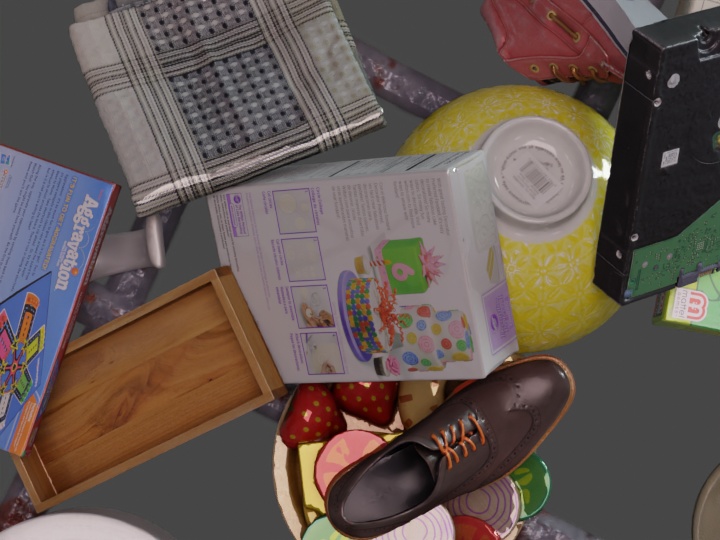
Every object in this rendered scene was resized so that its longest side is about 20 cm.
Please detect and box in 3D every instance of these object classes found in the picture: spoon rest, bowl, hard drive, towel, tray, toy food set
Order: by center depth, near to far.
[{"bbox_3d":[0.230,-0.083,1.487,0.139,0.038,0.201,-17,129,-29],"label":"hard drive"},{"bbox_3d":[0.115,-0.051,1.548,0.199,0.108,0.201,2,71,-5],"label":"bowl"},{"bbox_3d":[-0.160,0.084,1.551,0.199,0.037,0.099,-26,87,17],"label":"tray"},{"bbox_3d":[-0.099,-0.149,1.563,0.191,0.035,0.201,-20,58,-4],"label":"towel"},{"bbox_3d":[0.036,0.141,1.582,0.199,0.049,0.199,-7,86,-4],"label":"toy food set"},{"bbox_3d":[-0.232,-0.006,1.584,0.199,0.061,0.100,-6,85,10],"label":"spoon rest"}]

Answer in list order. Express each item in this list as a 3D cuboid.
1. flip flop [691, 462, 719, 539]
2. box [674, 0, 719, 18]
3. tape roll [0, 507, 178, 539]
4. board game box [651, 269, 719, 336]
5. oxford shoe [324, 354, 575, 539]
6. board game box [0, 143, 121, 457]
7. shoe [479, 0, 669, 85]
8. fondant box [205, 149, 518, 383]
[{"bbox_3d":[0.312,0.146,1.578,0.081,0.058,0.200,43,103,-1],"label":"flip flop"},{"bbox_3d":[0.292,-0.230,1.608,0.094,0.078,0.201,18,85,-1],"label":"box"},{"bbox_3d":[-0.193,0.265,1.517,0.201,0.139,0.204,0,86,-2],"label":"tape roll"},{"bbox_3d":[0.321,0.007,1.607,0.199,0.048,0.102,11,85,-2],"label":"board game box"},{"bbox_3d":[0.067,0.125,1.524,0.199,0.073,0.071,-35,88,-5],"label":"oxford shoe"},{"bbox_3d":[-0.247,0.019,1.544,0.102,0.019,0.201,19,90,12],"label":"board game box"},{"bbox_3d":[0.166,-0.156,1.565,0.200,0.071,0.091,52,120,28],"label":"shoe"},{"bbox_3d":[0.000,0.000,1.520,0.199,0.058,0.145,-3,105,33],"label":"fondant box"}]
